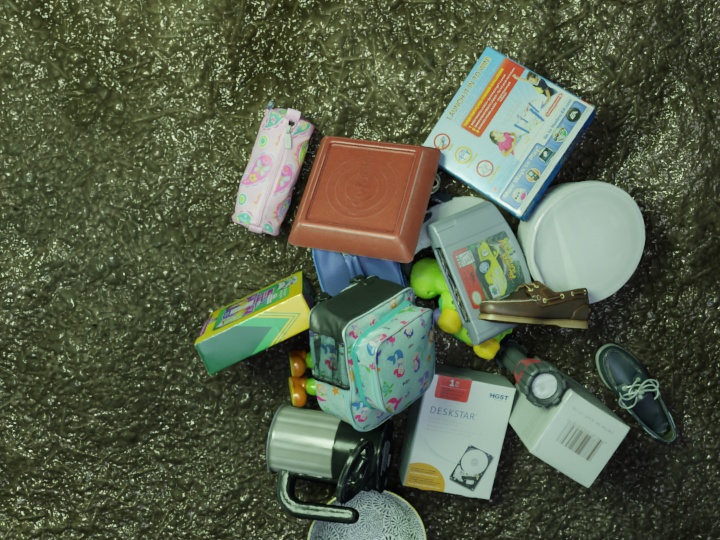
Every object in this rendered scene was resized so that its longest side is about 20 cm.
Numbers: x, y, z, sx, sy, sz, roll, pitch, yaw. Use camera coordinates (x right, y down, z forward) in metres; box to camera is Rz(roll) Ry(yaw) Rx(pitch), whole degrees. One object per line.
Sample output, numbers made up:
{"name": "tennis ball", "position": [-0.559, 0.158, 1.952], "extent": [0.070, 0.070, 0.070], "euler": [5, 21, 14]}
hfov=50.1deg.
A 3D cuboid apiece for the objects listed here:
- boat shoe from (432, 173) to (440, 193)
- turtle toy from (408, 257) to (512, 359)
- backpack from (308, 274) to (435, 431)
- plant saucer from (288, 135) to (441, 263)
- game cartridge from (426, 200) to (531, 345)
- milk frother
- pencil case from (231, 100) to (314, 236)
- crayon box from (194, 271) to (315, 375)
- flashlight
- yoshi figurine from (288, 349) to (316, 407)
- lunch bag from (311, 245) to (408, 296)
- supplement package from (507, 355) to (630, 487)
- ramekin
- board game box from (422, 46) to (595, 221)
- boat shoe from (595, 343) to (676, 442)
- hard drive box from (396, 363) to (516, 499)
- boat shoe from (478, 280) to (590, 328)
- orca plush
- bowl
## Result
{"name": "boat shoe", "position": [0.030, -0.156, 1.232], "extent": [0.199, 0.076, 0.072], "euler": [2, 99, -4]}
{"name": "turtle toy", "position": [0.168, 0.047, 1.257], "extent": [0.200, 0.101, 0.146], "euler": [35, 73, -13]}
{"name": "backpack", "position": [0.019, 0.128, 1.114], "extent": [0.150, 0.177, 0.201], "euler": [23, 125, 35]}
{"name": "plant saucer", "position": [0.004, -0.121, 1.166], "extent": [0.199, 0.037, 0.200], "euler": [9, 67, 18]}
{"name": "game cartridge", "position": [0.194, 0.000, 1.199], "extent": [0.133, 0.041, 0.201], "euler": [-24, 93, -26]}
{"name": "milk frother", "position": [-0.058, 0.283, 1.199], "extent": [0.187, 0.181, 0.200], "euler": [5, 141, 14]}
{"name": "pencil case", "position": [-0.138, -0.158, 1.216], "extent": [0.087, 0.087, 0.201], "euler": [20, 98, -7]}
{"name": "crayon box", "position": [-0.156, 0.076, 1.193], "extent": [0.172, 0.200, 0.058], "euler": [-24, 101, 0]}
{"name": "flashlight", "position": [0.266, 0.157, 1.235], "extent": [0.068, 0.200, 0.068], "euler": [-12, 99, -2]}
{"name": "yoshi figurine", "position": [-0.014, 0.173, 1.249], "extent": [0.199, 0.112, 0.112], "euler": [-5, 71, -12]}
{"name": "lunch bag", "position": [0.000, 0.000, 1.226], "extent": [0.135, 0.132, 0.201], "euler": [-18, 100, -1]}
{"name": "supplement package", "position": [0.325, 0.239, 1.252], "extent": [0.117, 0.200, 0.118], "euler": [32, 96, -8]}
{"name": "ramekin", "position": [0.347, -0.052, 1.247], "extent": [0.202, 0.094, 0.203], "euler": [-4, 106, -14]}
{"name": "board game box", "position": [0.228, -0.213, 1.209], "extent": [0.196, 0.056, 0.200], "euler": [36, 96, 17]}
{"name": "boat shoe", "position": [0.478, 0.214, 1.329], "extent": [0.075, 0.062, 0.200], "euler": [-32, 99, 3]}
{"name": "hard drive box", "position": [0.160, 0.270, 1.309], "extent": [0.155, 0.077, 0.201], "euler": [10, 98, -6]}
{"name": "boat shoe", "position": [0.263, 0.050, 1.165], "extent": [0.199, 0.070, 0.071], "euler": [4, 89, -30]}
{"name": "orca plush", "position": [0.125, -0.053, 1.244], "extent": [0.105, 0.071, 0.200], "euler": [40, 58, 3]}
{"name": "bowl", "position": [0.007, 0.447, 1.317], "extent": [0.200, 0.094, 0.202], "euler": [-1, 99, -5]}
